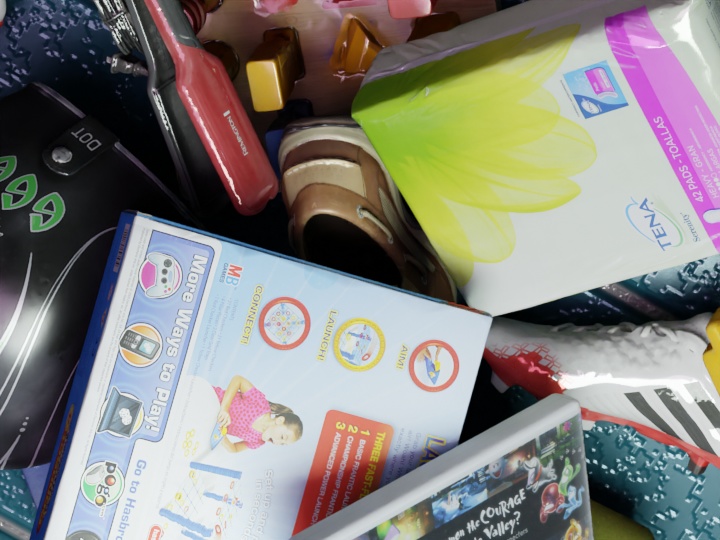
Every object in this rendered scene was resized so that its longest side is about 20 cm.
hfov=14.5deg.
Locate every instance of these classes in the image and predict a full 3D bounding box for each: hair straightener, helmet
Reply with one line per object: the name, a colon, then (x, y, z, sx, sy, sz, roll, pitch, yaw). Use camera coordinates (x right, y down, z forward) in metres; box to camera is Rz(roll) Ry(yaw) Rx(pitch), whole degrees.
hair straightener: (-0.116, -0.115, 1.481, 0.077, 0.041, 0.200, -5, 122, 46)
helmet: (-0.190, 0.013, 1.548, 0.200, 0.200, 0.191, 43, 82, -8)

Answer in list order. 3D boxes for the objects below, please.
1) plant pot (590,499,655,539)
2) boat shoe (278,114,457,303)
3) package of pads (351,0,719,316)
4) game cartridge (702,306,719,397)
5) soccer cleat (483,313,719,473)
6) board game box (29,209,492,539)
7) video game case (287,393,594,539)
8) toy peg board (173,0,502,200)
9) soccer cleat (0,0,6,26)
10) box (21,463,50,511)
plant pot: (0.063, 0.182, 1.603, 0.199, 0.187, 0.188, 7, 114, -7)
boat shoe: (0.000, 0.000, 1.545, 0.075, 0.074, 0.200, -9, 141, 17)
package of pads: (0.117, -0.066, 1.463, 0.199, 0.068, 0.155, -16, 123, 25)
game cartridge: (0.295, 0.081, 1.485, 0.199, 0.032, 0.177, -15, 112, 32)
soccer cleat: (0.158, 0.054, 1.577, 0.199, 0.069, 0.085, 23, 106, -2)
board game box: (-0.054, 0.090, 1.459, 0.195, 0.056, 0.201, 16, 89, -13)
video game case: (0.049, 0.182, 1.463, 0.023, 0.200, 0.183, 16, 122, 45)
toy peg board: (-0.029, -0.129, 1.525, 0.199, 0.098, 0.200, -6, 111, 14)
soccer cleat: (-0.296, -0.163, 1.583, 0.199, 0.069, 0.086, 4, 104, 6)
box: (-0.146, 0.093, 1.675, 0.121, 0.032, 0.201, -13, 110, 15)
